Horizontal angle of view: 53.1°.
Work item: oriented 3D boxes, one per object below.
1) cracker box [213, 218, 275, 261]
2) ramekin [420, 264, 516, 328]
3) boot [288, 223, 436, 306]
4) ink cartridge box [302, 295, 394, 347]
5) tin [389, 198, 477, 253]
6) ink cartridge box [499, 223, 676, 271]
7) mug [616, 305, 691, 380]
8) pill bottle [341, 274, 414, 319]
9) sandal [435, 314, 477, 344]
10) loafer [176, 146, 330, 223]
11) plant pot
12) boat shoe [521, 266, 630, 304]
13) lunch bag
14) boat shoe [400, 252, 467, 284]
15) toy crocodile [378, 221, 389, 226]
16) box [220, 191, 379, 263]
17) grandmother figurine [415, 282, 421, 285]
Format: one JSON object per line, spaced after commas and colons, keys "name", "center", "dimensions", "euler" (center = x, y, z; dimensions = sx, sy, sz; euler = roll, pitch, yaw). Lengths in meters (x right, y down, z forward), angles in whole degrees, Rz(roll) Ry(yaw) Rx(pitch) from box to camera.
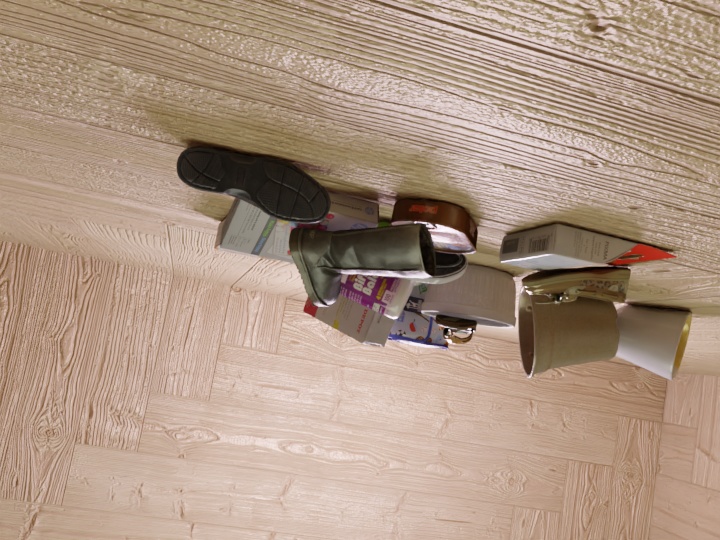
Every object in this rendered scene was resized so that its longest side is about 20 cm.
{"name": "cracker box", "center": [-0.202, -0.063, 1.403], "dimensions": [0.133, 0.058, 0.200], "euler": [12, 173, -19]}
{"name": "ramekin", "center": [0.231, 0.052, 1.502], "dimensions": [0.199, 0.106, 0.200], "euler": [10, 173, 1]}
{"name": "boot", "center": [0.012, -0.007, 1.044], "dimensions": [0.198, 0.073, 0.182], "euler": [-4, 149, 14]}
{"name": "ink cartridge box", "center": [-0.013, 0.063, 1.577], "dimensions": [0.199, 0.146, 0.083], "euler": [25, -174, 40]}
{"name": "tin", "center": [0.110, -0.063, 1.057], "dimensions": [0.111, 0.042, 0.200], "euler": [4, 171, 17]}
{"name": "ink cartridge box", "center": [0.329, -0.017, 1.061], "dimensions": [0.199, 0.048, 0.160], "euler": [14, 172, -14]}
{"name": "mug", "center": [0.633, 0.151, 1.591], "dimensions": [0.152, 0.150, 0.186], "euler": [15, 170, 31]}
{"name": "pill bottle", "center": [0.000, 0.000, 1.319], "dimensions": [0.199, 0.113, 0.112], "euler": [24, 174, 7]}
{"name": "sandal", "center": [0.195, 0.124, 1.475], "dimensions": [0.081, 0.055, 0.200], "euler": [9, 173, 10]}
{"name": "loafer", "center": [-0.133, -0.116, 0.927], "dimensions": [0.199, 0.072, 0.063], "euler": [17, -168, -6]}
{"name": "plant pot", "center": [0.445, 0.126, 1.545], "dimensions": [0.182, 0.202, 0.200], "euler": [-2, 172, 2]}
{"name": "boat shoe", "center": [0.349, 0.029, 1.152], "dimensions": [0.199, 0.063, 0.073], "euler": [-3, -174, -19]}
{"name": "lunch bag", "center": [0.128, 0.088, 1.665], "dimensions": [0.123, 0.171, 0.199], "euler": [0, 167, 41]}
{"name": "boat shoe", "center": [0.097, -0.028, 1.247], "dimensions": [0.198, 0.072, 0.068], "euler": [6, 144, -10]}
{"name": "toy crocodile", "center": [-0.003, -0.058, 1.174], "dimensions": [0.198, 0.062, 0.068], "euler": [5, 148, -1]}
{"name": "box", "center": [-0.093, -0.066, 1.068], "dimensions": [0.199, 0.041, 0.156], "euler": [12, 147, -20]}
{"name": "grandmother figurine", "center": [0.057, -0.009, 1.470], "dimensions": [0.199, 0.061, 0.121], "euler": [21, 176, -43]}
